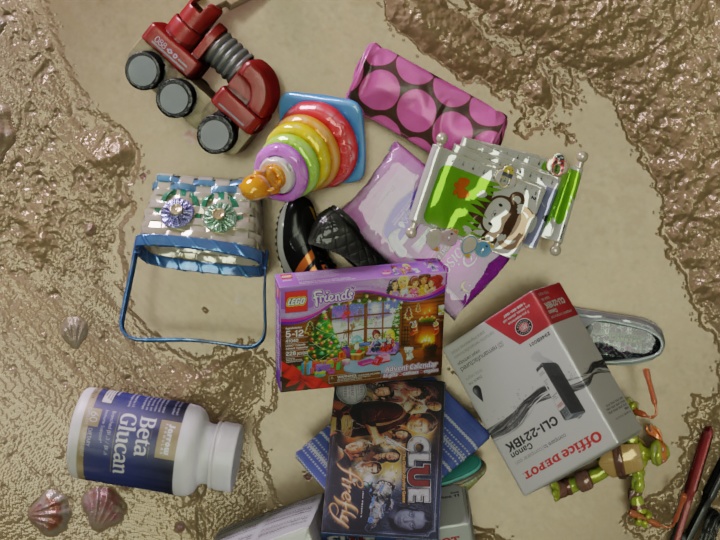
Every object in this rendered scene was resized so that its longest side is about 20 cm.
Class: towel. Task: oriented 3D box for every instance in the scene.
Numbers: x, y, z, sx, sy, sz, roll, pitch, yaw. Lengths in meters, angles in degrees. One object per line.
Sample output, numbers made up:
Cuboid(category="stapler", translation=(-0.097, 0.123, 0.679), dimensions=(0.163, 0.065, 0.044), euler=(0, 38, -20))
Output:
Cuboid(category="towel", translation=(0.039, 0.208, 1.615), dimensions=(0.199, 0.024, 0.145), euler=(-36, 62, -20))

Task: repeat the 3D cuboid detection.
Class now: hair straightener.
Cuboid(category="hair straightener", translation=(0.426, 0.296, 1.654), dimensions=(0.076, 0.041, 0.202), euler=(18, 87, 1))

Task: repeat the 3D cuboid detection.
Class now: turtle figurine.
Cuboid(category="turtle figurine", translation=(0.305, 0.219, 1.647), dimensions=(0.159, 0.064, 0.202), euler=(-9, 102, 11))

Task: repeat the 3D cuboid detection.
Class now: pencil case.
Cuboid(category="pencil case", translation=(0.077, -0.188, 1.633), dimensions=(0.199, 0.091, 0.094), euler=(30, 101, 3))

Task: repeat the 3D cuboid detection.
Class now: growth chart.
Cuboid(category="growth chart", translation=(0.158, -0.082, 1.585), dimensions=(0.197, 0.018, 0.147), euler=(9, 98, -8))

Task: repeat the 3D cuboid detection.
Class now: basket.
Cuboid(category="basket", translation=(-0.194, -0.011, 1.622), dimensions=(0.174, 0.139, 0.203), euler=(3, 82, 1))

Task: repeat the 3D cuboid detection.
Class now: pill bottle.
Cuboid(category="pill bottle", translation=(-0.246, 0.211, 1.647), dimensions=(0.197, 0.111, 0.113), euler=(9, 92, 2))

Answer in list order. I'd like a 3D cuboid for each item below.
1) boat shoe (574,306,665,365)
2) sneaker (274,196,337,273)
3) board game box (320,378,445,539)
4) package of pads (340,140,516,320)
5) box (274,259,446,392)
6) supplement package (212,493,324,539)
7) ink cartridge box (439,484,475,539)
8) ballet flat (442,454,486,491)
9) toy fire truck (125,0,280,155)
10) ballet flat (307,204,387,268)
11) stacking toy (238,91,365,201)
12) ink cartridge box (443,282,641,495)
Cuboid(category="boat shoe", translation=(0.269, 0.078, 1.639), dimensions=(0.198, 0.072, 0.071), euler=(3, 93, 4))
Cuboid(category="sneaker", translation=(-0.044, 0.008, 1.637), dimensions=(0.089, 0.070, 0.203), euler=(-1, 98, 30))
Cuboid(category="board game box", translation=(0.029, 0.220, 1.573), dimensions=(0.134, 0.035, 0.202), euler=(2, 57, 3))
Cuboid(category="package of pads", translation=(0.080, -0.048, 1.642), dimensions=(0.200, 0.076, 0.121), euler=(40, 96, 1))
Cuboid(category="box", translation=(-0.001, 0.065, 1.583), dimensions=(0.197, 0.039, 0.138), euler=(-5, 115, -12))
Cuboid(category="supplement package", translation=(-0.087, 0.392, 1.602), dimensions=(0.146, 0.200, 0.193), euler=(-19, 90, 3))
Cuboid(category="ink cartridge box", translation=(0.073, 0.371, 1.623), dimensions=(0.145, 0.083, 0.202), euler=(-10, 112, 4))
Cuboid(category="ballet flat", translation=(0.061, 0.277, 1.665), dimensions=(0.198, 0.071, 0.072), euler=(-14, 91, 2))
Cuboid(category="toy fire truck", translation=(-0.155, -0.264, 1.634), dimensions=(0.176, 0.129, 0.200), euler=(41, 103, 0))
Cuboid(category="ballet flat", translation=(0.000, 0.000, 1.617), dimensions=(0.057, 0.066, 0.200), euler=(-48, 128, -11))
Cuboid(category="stacking toy", translation=(-0.081, -0.123, 1.573), dimensions=(0.115, 0.200, 0.111), euler=(10, 119, 22))
Cuboid(category="ink cartridge box", translation=(0.212, 0.139, 1.586), dimensions=(0.144, 0.083, 0.201), euler=(-35, 78, 30))
